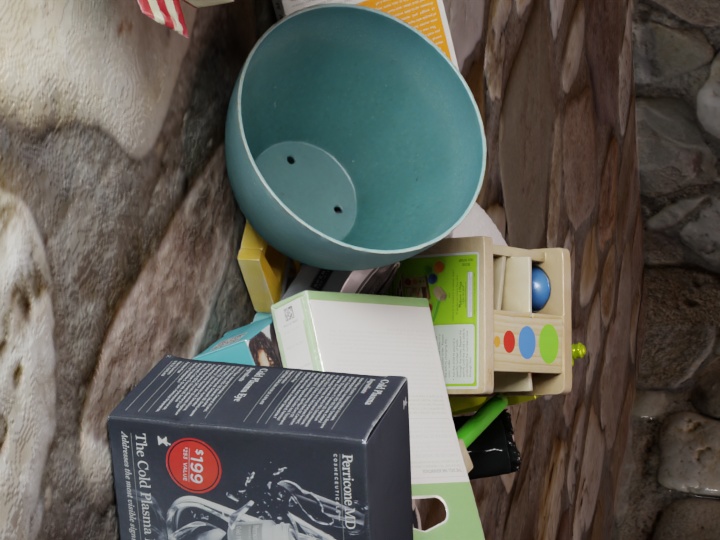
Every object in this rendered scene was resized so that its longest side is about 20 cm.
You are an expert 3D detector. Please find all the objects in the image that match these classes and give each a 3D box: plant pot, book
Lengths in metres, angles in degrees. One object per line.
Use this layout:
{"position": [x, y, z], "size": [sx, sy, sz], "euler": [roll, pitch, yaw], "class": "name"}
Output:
{"position": [-0.021, -0.081, 1.335], "size": [0.135, 0.199, 0.202], "euler": [136, -30, -58], "class": "plant pot"}
{"position": [0.005, -0.186, 1.418], "size": [0.048, 0.133, 0.202], "euler": [35, -38, 62], "class": "book"}

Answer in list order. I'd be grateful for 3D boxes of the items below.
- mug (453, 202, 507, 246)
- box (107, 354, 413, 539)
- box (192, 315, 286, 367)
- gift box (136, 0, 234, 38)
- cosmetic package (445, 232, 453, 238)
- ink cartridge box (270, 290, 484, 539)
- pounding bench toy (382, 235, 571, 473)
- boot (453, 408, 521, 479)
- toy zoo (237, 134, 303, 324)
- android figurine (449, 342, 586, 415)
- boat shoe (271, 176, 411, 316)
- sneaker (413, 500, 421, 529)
{"position": [0.056, -0.035, 1.671], "size": [0.175, 0.146, 0.202], "euler": [46, 30, -65], "class": "mug"}
{"position": [-0.062, 0.174, 1.192], "size": [0.104, 0.180, 0.202], "euler": [-52, 142, -63], "class": "box"}
{"position": [-0.056, 0.141, 1.322], "size": [0.202, 0.049, 0.082], "euler": [68, 20, -6], "class": "box"}
{"position": [-0.078, -0.256, 1.037], "size": [0.200, 0.185, 0.186], "euler": [33, 59, -55], "class": "gift box"}
{"position": [0.024, -0.122, 1.529], "size": [0.071, 0.100, 0.202], "euler": [-66, 152, -87], "class": "cosmetic package"}
{"position": [0.014, 0.117, 1.330], "size": [0.145, 0.048, 0.202], "euler": [5, 68, -48], "class": "ink cartridge box"}
{"position": [0.096, 0.080, 1.483], "size": [0.155, 0.123, 0.202], "euler": [7, 81, -52], "class": "pounding bench toy"}
{"position": [0.067, 0.177, 1.607], "size": [0.198, 0.161, 0.074], "euler": [-120, -156, -83], "class": "boot"}
{"position": [-0.062, -0.038, 1.447], "size": [0.131, 0.020, 0.202], "euler": [66, 30, -58], "class": "toy zoo"}
{"position": [0.117, 0.102, 1.670], "size": [0.182, 0.198, 0.041], "euler": [-26, 101, -63], "class": "android figurine"}
{"position": [0.000, 0.000, 1.420], "size": [0.201, 0.070, 0.066], "euler": [-59, 145, -11], "class": "boat shoe"}
{"position": [0.019, 0.277, 1.688], "size": [0.199, 0.079, 0.131], "euler": [-75, 154, -68], "class": "sneaker"}
